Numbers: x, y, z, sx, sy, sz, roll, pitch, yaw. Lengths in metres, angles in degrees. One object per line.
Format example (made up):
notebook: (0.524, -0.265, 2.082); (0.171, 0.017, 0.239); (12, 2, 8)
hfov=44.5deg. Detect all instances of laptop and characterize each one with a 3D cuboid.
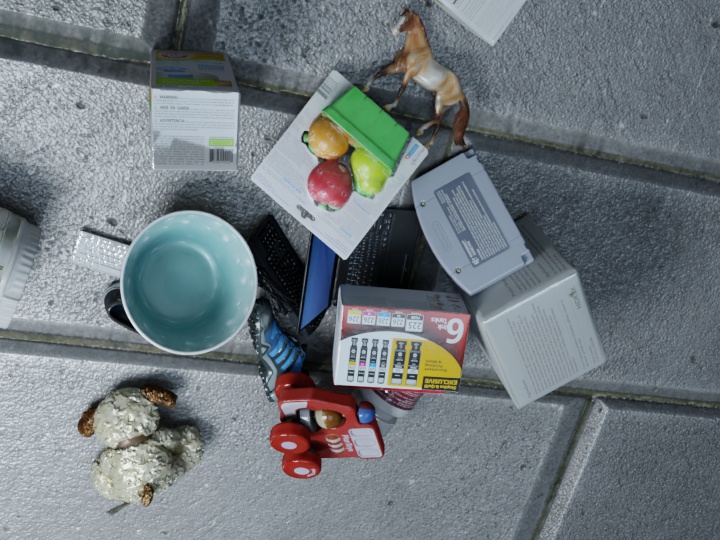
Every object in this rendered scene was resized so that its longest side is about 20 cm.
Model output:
laptop: (0.000, 0.000, 1.377); (0.195, 0.104, 0.181); (4, 116, -14)

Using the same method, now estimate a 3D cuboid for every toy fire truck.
toy fire truck: (-0.051, 0.244, 1.401); (0.164, 0.114, 0.202); (-5, 140, 8)

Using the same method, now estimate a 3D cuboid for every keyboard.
keyboard: (-0.108, 0.020, 1.363); (0.039, 0.105, 0.202); (-3, 131, 39)
keyboard: (-0.335, -0.006, 1.335); (0.196, 0.011, 0.057); (19, 110, -23)

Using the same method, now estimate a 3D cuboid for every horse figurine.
horse figurine: (0.096, -0.268, 1.291); (0.199, 0.050, 0.134); (38, 85, -20)

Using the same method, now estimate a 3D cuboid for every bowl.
bowl: (-0.258, 0.018, 1.291); (0.196, 0.105, 0.206); (0, 89, -23)

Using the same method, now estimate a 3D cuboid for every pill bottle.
pill bottle: (0.063, 0.173, 1.480); (0.108, 0.110, 0.202); (27, 107, -26)

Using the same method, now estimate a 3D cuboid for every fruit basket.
fruit basket: (-0.029, -0.153, 1.275); (0.184, 0.094, 0.201); (38, 96, -1)

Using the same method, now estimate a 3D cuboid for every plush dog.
plush dog: (-0.363, 0.273, 1.407); (0.196, 0.160, 0.175); (-20, 97, -4)

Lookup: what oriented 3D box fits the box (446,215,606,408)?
box: (0.263, 0.065, 1.427); (0.169, 0.200, 0.202); (-26, 122, 0)

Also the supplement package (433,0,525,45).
supplement package: (0.125, -0.419, 1.192); (0.198, 0.114, 0.110); (32, 104, -26)

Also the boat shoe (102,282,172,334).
boat shoe: (-0.304, 0.083, 1.357); (0.198, 0.067, 0.070); (31, 106, -27)

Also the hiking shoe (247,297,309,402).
hiking shoe: (-0.131, 0.119, 1.427); (0.085, 0.075, 0.203); (-16, 130, -12)

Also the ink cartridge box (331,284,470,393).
ink cartridge box: (0.058, 0.125, 1.359); (0.195, 0.084, 0.180); (4, 111, -6)

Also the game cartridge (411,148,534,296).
game cartridge: (0.164, -0.071, 1.360); (0.131, 0.042, 0.203); (-28, 77, 5)

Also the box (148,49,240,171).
box: (-0.220, -0.213, 1.151); (0.110, 0.201, 0.104); (0, 117, -13)

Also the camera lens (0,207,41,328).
camera lens: (-0.549, -0.023, 1.181); (0.197, 0.161, 0.162); (21, 110, -24)
